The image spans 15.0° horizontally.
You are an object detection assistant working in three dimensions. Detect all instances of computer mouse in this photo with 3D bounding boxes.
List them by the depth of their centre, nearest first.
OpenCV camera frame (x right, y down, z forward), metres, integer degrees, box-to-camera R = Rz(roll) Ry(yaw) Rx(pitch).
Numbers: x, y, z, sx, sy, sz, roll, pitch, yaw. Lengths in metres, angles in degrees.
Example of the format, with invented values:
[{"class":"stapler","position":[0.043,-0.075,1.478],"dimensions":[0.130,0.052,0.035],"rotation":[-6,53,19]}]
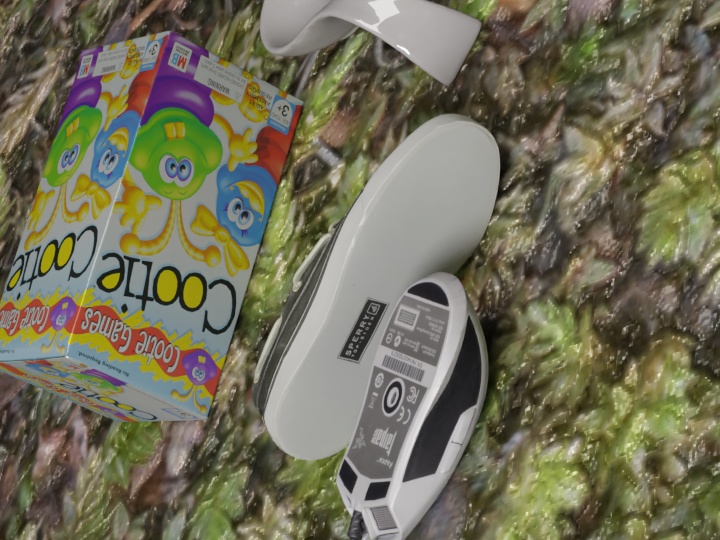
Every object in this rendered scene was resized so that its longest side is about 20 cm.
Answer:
[{"class":"computer mouse","position":[0.023,0.100,1.342],"dimensions":[0.110,0.044,0.201],"rotation":[22,92,63]}]

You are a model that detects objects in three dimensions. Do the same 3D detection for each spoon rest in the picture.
[{"class":"spoon rest","position":[-0.006,-0.157,1.551],"dimensions":[0.100,0.061,0.200],"rotation":[-62,32,2]}]

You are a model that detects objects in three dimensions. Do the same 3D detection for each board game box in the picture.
[{"class":"board game box","position":[-0.126,-0.023,1.588],"dimensions":[0.103,0.105,0.201],"rotation":[-5,64,54]}]

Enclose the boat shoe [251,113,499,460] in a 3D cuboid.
[{"class":"boat shoe","position":[0.000,0.000,1.419],"dimensions":[0.200,0.071,0.064],"rotation":[-59,33,11]}]
